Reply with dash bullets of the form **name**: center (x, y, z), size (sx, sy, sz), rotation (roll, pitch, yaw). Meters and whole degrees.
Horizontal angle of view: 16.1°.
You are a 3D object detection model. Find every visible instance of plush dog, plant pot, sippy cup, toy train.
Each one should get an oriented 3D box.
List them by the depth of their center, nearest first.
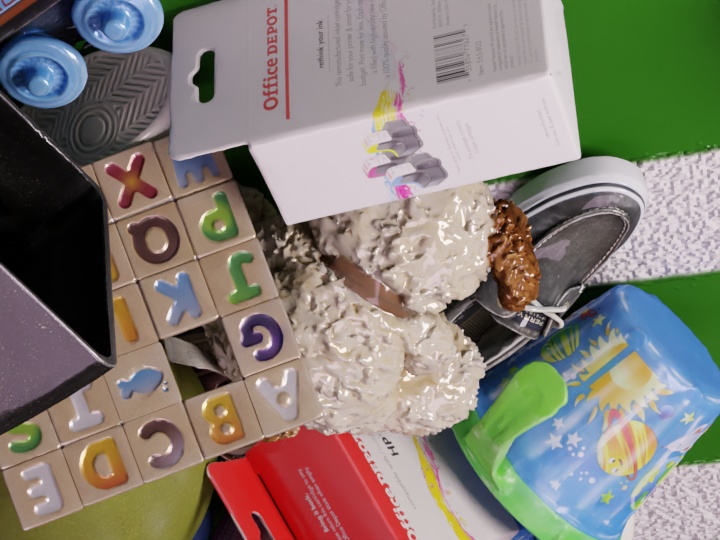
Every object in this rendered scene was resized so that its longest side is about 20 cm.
- **plant pot**: center (-0.247, -0.006, 1.189), size (0.177, 0.200, 0.200), rotation (-41, 114, 13)
- **toy train**: center (-0.181, -0.140, 1.279), size (0.200, 0.087, 0.114), rotation (-30, 126, 29)
- **plush dog**: center (0.000, 0.000, 1.381), size (0.200, 0.160, 0.172), rotation (33, 109, -2)
- **plant pot**: center (-0.170, 0.085, 1.405), size (0.187, 0.188, 0.200), rotation (1, 166, -5)
- **sippy cup**: center (0.143, 0.083, 1.519), size (0.140, 0.178, 0.130), rotation (43, 109, -10)

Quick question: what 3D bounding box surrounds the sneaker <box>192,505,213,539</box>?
- **sneaker**: center (-0.176, 0.203, 1.587), size (0.200, 0.066, 0.078), rotation (-34, 157, -11)

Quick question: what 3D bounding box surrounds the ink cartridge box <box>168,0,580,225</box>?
- **ink cartridge box**: center (0.006, -0.097, 1.311), size (0.200, 0.115, 0.068), rotation (-12, 138, 12)

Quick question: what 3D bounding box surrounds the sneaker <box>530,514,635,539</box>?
- **sneaker**: center (0.088, 0.183, 1.658), size (0.111, 0.077, 0.200), rotation (11, 150, -25)

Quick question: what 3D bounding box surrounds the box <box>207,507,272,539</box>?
- **box**: center (-0.028, 0.232, 1.616), size (0.176, 0.097, 0.200), rotation (34, 156, -15)

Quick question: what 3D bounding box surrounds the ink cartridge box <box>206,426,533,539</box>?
- **ink cartridge box**: center (0.013, 0.133, 1.504), size (0.067, 0.116, 0.200), rotation (-42, 161, 30)

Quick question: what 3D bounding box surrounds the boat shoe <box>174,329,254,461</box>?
- **boat shoe**: center (-0.084, 0.079, 1.542), size (0.200, 0.072, 0.072), rotation (-30, 132, 29)

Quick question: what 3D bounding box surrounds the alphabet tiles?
- **alphabet tiles**: center (-0.140, 0.032, 1.308), size (0.200, 0.167, 0.008), rotation (-20, 174, -9)

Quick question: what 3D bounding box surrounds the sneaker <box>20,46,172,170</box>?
- **sneaker**: center (-0.155, -0.052, 1.399), size (0.200, 0.075, 0.084), rotation (-32, 148, 26)

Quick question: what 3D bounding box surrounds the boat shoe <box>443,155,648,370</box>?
- **boat shoe**: center (0.096, 0.012, 1.475), size (0.072, 0.071, 0.200), rotation (25, 132, -28)
